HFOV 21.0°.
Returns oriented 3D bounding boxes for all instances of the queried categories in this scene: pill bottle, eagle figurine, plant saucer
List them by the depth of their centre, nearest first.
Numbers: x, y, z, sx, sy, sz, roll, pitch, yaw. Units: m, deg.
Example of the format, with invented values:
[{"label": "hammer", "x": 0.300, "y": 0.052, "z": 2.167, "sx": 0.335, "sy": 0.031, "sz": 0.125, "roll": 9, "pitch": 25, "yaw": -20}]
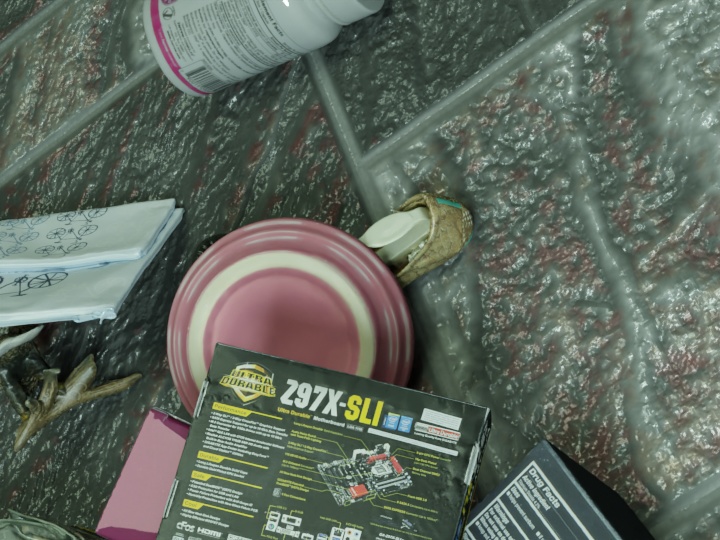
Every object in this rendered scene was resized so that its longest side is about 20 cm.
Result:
[{"label": "plant saucer", "x": -0.059, "y": 0.058, "z": 1.537, "sx": 0.200, "sy": 0.051, "sz": 0.201, "roll": 0, "pitch": 93, "yaw": 8}, {"label": "pill bottle", "x": -0.085, "y": -0.241, "z": 1.740, "sx": 0.200, "sy": 0.113, "sz": 0.114, "roll": -19, "pitch": 57, "yaw": 27}, {"label": "eagle figurine", "x": -0.320, "y": 0.071, "z": 1.745, "sx": 0.200, "sy": 0.152, "sz": 0.151, "roll": 48, "pitch": 118, "yaw": 36}]

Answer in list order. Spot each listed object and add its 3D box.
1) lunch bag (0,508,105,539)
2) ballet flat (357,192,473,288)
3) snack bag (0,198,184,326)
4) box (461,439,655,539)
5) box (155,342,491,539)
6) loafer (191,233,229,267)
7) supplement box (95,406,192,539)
[{"label": "lunch bag", "x": -0.248, "y": 0.265, "z": 1.562, "sx": 0.200, "sy": 0.164, "sz": 0.118, "roll": -26, "pitch": 58, "yaw": 23}, {"label": "ballet flat", "x": 0.000, "y": 0.000, "z": 1.585, "sx": 0.200, "sy": 0.065, "sz": 0.071, "roll": -40, "pitch": 51, "yaw": 13}, {"label": "snack bag", "x": -0.272, "y": -0.005, "z": 1.719, "sx": 0.188, "sy": 0.021, "sz": 0.200, "roll": -5, "pitch": 28, "yaw": 18}, {"label": "box", "x": 0.132, "y": 0.263, "z": 1.314, "sx": 0.198, "sy": 0.123, "sz": 0.200, "roll": -45, "pitch": 48, "yaw": 10}, {"label": "box", "x": -0.025, "y": 0.150, "z": 1.321, "sx": 0.200, "sy": 0.049, "sz": 0.160, "roll": 12, "pitch": 70, "yaw": 9}, {"label": "loafer", "x": -0.094, "y": 0.070, "z": 1.626, "sx": 0.073, "sy": 0.071, "sz": 0.200, "roll": -8, "pitch": 72, "yaw": 1}, {"label": "supplement box", "x": -0.100, "y": 0.185, "z": 1.451, "sx": 0.131, "sy": 0.200, "sz": 0.103, "roll": 23, "pitch": 80, "yaw": 11}]
